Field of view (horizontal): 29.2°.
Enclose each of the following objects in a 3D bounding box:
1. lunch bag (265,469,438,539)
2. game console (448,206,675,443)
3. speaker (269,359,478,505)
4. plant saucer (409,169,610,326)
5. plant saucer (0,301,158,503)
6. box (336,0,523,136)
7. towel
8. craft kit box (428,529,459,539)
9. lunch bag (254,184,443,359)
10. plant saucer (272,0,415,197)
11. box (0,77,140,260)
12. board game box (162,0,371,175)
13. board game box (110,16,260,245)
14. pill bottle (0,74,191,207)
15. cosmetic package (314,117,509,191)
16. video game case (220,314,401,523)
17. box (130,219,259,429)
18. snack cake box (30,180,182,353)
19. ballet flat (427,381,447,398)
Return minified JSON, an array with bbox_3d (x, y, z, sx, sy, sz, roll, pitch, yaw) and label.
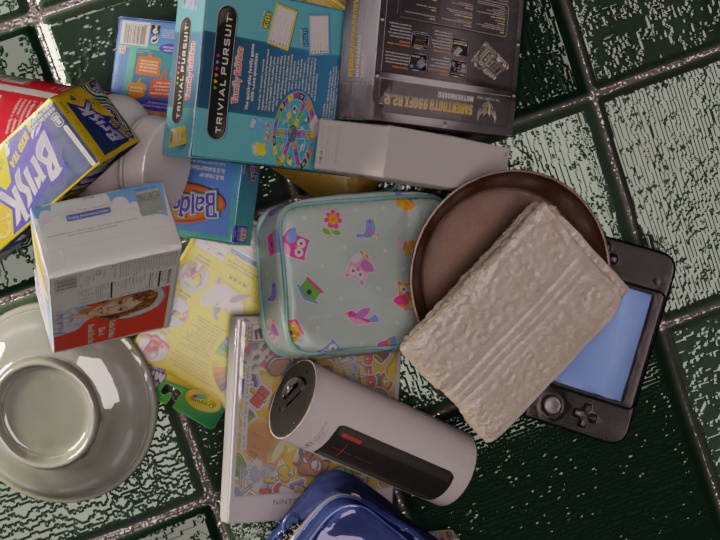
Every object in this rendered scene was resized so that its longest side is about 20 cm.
[{"bbox_3d":[0.001,0.288,1.294,0.200,0.132,0.136,38,89,-15],"label":"lunch bag"},{"bbox_3d":[0.199,0.057,1.350,0.170,0.118,0.201,17,93,16],"label":"game console"},{"bbox_3d":[0.012,0.157,1.329,0.199,0.081,0.082,27,91,-27],"label":"speaker"},{"bbox_3d":[0.138,0.004,1.302,0.199,0.034,0.202,-2,96,-15],"label":"plant saucer"},{"bbox_3d":[-0.295,0.132,1.316,0.199,0.050,0.201,1,100,8],"label":"plant saucer"},{"bbox_3d":[0.070,-0.213,1.302,0.199,0.048,0.159,0,97,-43],"label":"box"},{"bbox_3d":[0.143,0.045,1.275,0.200,0.034,0.133,-45,103,-4],"label":"towel"},{"bbox_3d":[0.008,0.372,1.398,0.199,0.049,0.199,-5,92,-6],"label":"craft kit box"},{"bbox_3d":[0.000,0.000,1.318,0.199,0.077,0.161,-5,85,-28],"label":"lunch bag"},{"bbox_3d":[-0.031,-0.183,1.346,0.199,0.048,0.201,33,90,-9],"label":"plant saucer"},{"bbox_3d":[-0.282,-0.077,1.176,0.200,0.064,0.070,-34,95,33],"label":"box"},{"bbox_3d":[-0.076,-0.168,1.245,0.199,0.047,0.152,4,94,-40],"label":"board game box"},{"bbox_3d":[-0.166,-0.132,1.304,0.151,0.045,0.201,9,92,19],"label":"board game box"},{"bbox_3d":[-0.260,-0.111,1.255,0.199,0.112,0.113,12,94,21],"label":"pill bottle"},{"bbox_3d":[0.052,-0.104,1.285,0.082,0.200,0.051,8,93,38],"label":"cosmetic package"},{"bbox_3d":[-0.046,0.143,1.353,0.181,0.023,0.201,1,94,-27],"label":"video game case"},{"bbox_3d":[-0.142,0.043,1.352,0.117,0.048,0.201,31,88,-8],"label":"box"},{"bbox_3d":[-0.225,0.001,1.217,0.114,0.200,0.067,-14,72,-17],"label":"snack cake box"},{"bbox_3d":[0.108,0.032,1.371,0.067,0.064,0.201,15,93,-6],"label":"ballet flat"}]
